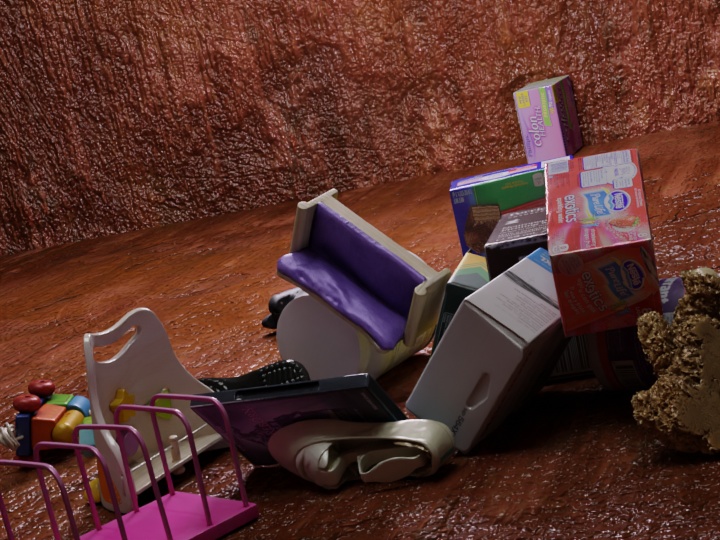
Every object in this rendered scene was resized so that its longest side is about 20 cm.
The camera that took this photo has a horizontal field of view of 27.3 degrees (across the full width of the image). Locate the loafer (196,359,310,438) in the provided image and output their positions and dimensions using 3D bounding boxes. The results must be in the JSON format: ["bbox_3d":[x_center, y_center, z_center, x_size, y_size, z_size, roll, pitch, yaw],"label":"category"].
[{"bbox_3d":[-0.140,0.163,1.727,0.197,0.074,0.071,-14,-27,18],"label":"loafer"}]

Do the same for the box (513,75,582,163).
[{"bbox_3d":[0.446,-0.356,3.511,0.095,0.179,0.200,-9,10,23],"label":"box"}]

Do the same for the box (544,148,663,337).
[{"bbox_3d":[0.242,-0.032,1.483,0.101,0.096,0.201,-10,29,11],"label":"box"}]

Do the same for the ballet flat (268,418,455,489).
[{"bbox_3d":[-0.006,0.181,1.444,0.197,0.071,0.069,-8,11,21],"label":"ballet flat"}]

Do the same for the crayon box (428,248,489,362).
[{"bbox_3d":[0.125,0.056,1.747,0.050,0.129,0.200,14,15,8],"label":"crayon box"}]

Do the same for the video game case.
[{"bbox_3d":[-0.053,0.153,1.497,0.197,0.143,0.019,-9,55,24],"label":"video game case"}]

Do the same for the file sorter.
[{"bbox_3d":[-0.224,0.204,1.391,0.199,0.127,0.138,-21,13,-41],"label":"file sorter"}]

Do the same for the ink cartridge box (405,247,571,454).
[{"bbox_3d":[0.147,0.078,1.518,0.084,0.147,0.199,36,29,17],"label":"ink cartridge box"}]

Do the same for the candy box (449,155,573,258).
[{"bbox_3d":[0.214,-0.029,1.907,0.167,0.203,0.077,-12,11,10],"label":"candy box"}]

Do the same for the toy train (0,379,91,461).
[{"bbox_3d":[-0.363,0.195,1.791,0.114,0.086,0.200,1,11,2],"label":"toy train"}]

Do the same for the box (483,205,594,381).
[{"bbox_3d":[0.243,0.018,1.708,0.163,0.167,0.200,-10,10,13],"label":"box"}]

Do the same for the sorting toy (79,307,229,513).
[{"bbox_3d":[-0.244,0.141,1.609,0.106,0.183,0.200,-7,11,30],"label":"sorting toy"}]

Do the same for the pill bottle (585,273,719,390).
[{"bbox_3d":[0.337,0.062,1.500,0.198,0.113,0.111,-6,12,34],"label":"pill bottle"}]

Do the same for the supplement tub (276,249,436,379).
[{"bbox_3d":[0.000,0.062,1.842,0.143,0.147,0.199,-6,12,34],"label":"supplement tub"}]

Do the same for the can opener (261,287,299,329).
[{"bbox_3d":[-0.059,0.041,2.275,0.198,0.064,0.078,-19,11,-30],"label":"can opener"}]

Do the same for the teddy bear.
[{"bbox_3d":[0.316,0.085,1.363,0.143,0.202,0.067,16,-31,-11],"label":"teddy bear"}]

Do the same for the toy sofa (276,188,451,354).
[{"bbox_3d":[0.000,0.000,1.720,0.199,0.084,0.097,36,45,26],"label":"toy sofa"}]
